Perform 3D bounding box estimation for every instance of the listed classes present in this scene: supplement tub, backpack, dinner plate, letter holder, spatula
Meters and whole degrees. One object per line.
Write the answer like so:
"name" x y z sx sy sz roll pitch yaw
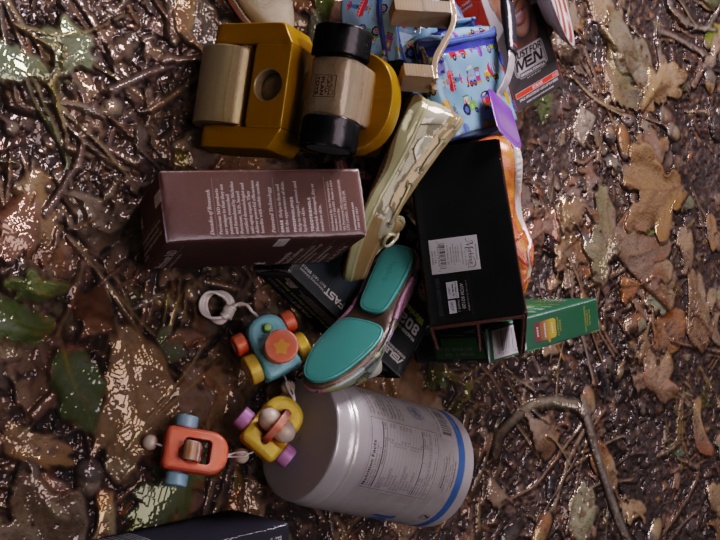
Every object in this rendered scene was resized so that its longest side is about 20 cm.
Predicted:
"supplement tub" 0.010 0.194 1.255 0.199 0.131 0.133 19 77 -37
"backpack" 0.069 -0.234 1.311 0.182 0.134 0.202 -14 91 -51
"dinner plate" 0.224 -0.371 1.474 0.200 0.024 0.202 -16 90 -73
"letter holder" 0.116 -0.015 1.281 0.142 0.100 0.202 71 12 -66
"spatula" 0.159 -0.222 1.293 0.056 0.020 0.201 34 52 -45

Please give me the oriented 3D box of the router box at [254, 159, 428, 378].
"router box" 0.000 0.000 1.297 0.200 0.062 0.150 44 64 -30

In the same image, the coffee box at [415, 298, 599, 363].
"coffee box" 0.175 0.070 1.406 0.199 0.122 0.044 -12 95 -41

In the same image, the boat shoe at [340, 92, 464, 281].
"boat shoe" 0.038 -0.076 1.207 0.063 0.073 0.202 23 89 -7

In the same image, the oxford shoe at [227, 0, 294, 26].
"oxford shoe" -0.106 -0.329 1.210 0.071 0.074 0.201 -30 108 -36

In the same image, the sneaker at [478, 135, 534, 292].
"sneaker" 0.162 -0.060 1.446 0.077 0.073 0.202 -11 92 -18

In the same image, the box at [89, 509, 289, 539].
"box" -0.162 0.345 1.121 0.181 0.104 0.202 -3 91 -39

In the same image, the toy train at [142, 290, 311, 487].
"toy train" -0.121 0.119 1.165 0.149 0.056 0.202 16 74 -13

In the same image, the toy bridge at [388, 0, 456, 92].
"toy bridge" 0.063 -0.263 1.220 0.067 0.027 0.201 1 60 -13

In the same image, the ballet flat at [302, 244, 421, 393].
"ballet flat" 0.009 0.062 1.218 0.201 0.069 0.071 -58 148 -33

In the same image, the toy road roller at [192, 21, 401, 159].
"toy road roller" -0.054 -0.168 1.193 0.146 0.199 0.124 17 80 -64

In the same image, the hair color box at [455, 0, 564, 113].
"hair color box" 0.169 -0.299 1.451 0.101 0.061 0.201 -34 109 -36

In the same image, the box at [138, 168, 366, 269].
"box" -0.104 -0.050 1.143 0.198 0.100 0.076 -1 76 -21
